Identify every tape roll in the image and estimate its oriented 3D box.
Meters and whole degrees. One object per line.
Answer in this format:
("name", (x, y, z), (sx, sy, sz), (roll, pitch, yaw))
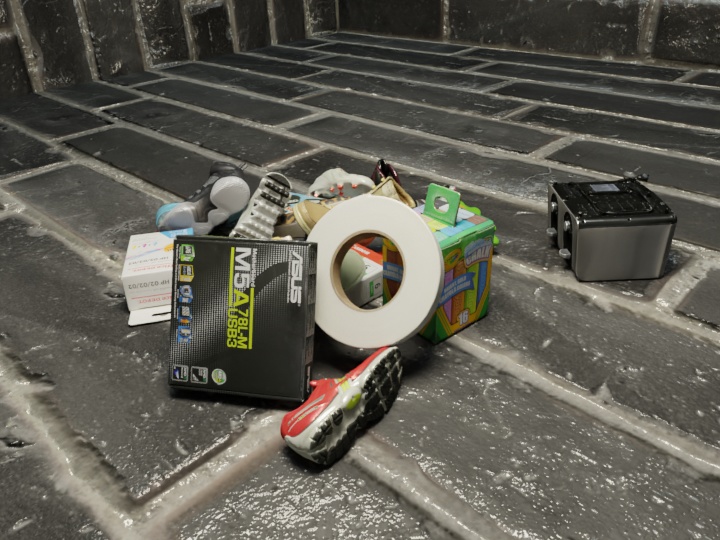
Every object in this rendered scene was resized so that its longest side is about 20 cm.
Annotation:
("tape roll", (0.014, 0.002, 0.834), (0.198, 0.208, 0.037), (7, -4, 19))

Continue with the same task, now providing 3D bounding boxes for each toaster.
("toaster", (0.434, -0.079, 1.082), (0.195, 0.121, 0.182), (-3, 29, 1))

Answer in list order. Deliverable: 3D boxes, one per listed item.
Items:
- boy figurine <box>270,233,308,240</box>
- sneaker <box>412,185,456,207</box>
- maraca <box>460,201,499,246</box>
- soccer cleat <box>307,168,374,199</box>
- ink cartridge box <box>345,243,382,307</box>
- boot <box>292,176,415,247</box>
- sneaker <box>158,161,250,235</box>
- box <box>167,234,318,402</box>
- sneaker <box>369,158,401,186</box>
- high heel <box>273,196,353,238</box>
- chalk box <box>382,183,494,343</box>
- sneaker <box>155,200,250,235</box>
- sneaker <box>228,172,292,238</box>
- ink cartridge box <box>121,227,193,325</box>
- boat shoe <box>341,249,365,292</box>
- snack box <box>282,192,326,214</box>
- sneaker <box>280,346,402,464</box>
("boy figurine", (-0.164, -0.021, 1.049), (0.197, 0.124, 0.066), (-9, 70, -35))
("sneaker", (0.130, -0.118, 1.226), (0.086, 0.075, 0.200), (16, 38, 19))
("maraca", (0.163, -0.066, 1.095), (0.198, 0.108, 0.138), (-22, 64, -39))
("soccer cleat", (-0.040, -0.184, 1.302), (0.198, 0.069, 0.079), (-1, 57, 49))
("ink cartridge box", (0.000, 0.000, 1.049), (0.198, 0.051, 0.108), (-28, 38, -35))
("boot", (-0.007, -0.105, 1.067), (0.198, 0.154, 0.074), (21, 42, -50))
("sneaker", (-0.287, -0.132, 1.167), (0.197, 0.076, 0.115), (-27, 36, 17))
("box", (-0.153, 0.059, 0.811), (0.189, 0.205, 0.047), (4, 3, 14))
("sneaker", (0.029, -0.185, 1.312), (0.075, 0.118, 0.199), (-22, 35, -32))
("high heel", (-0.116, -0.105, 1.188), (0.198, 0.072, 0.143), (-34, 40, -9))
("chalk box", (0.113, -0.023, 0.924), (0.122, 0.204, 0.124), (-23, 34, -33))
("sneaker", (-0.306, -0.090, 1.237), (0.195, 0.080, 0.097), (-13, 44, -5))
("sneaker", (-0.192, -0.080, 1.129), (0.203, 0.074, 0.081), (-61, 22, -11))
("ink cartridge box", (-0.336, 0.004, 1.055), (0.112, 0.069, 0.201), (-9, 30, -10))
("boat shoe", (-0.079, 0.022, 0.914), (0.199, 0.073, 0.060), (-22, -10, -37))
("snack box", (-0.103, -0.111, 1.272), (0.196, 0.038, 0.116), (13, 34, 26))
("sneaker", (-0.021, 0.148, 0.765), (0.084, 0.079, 0.199), (14, 32, 37))
